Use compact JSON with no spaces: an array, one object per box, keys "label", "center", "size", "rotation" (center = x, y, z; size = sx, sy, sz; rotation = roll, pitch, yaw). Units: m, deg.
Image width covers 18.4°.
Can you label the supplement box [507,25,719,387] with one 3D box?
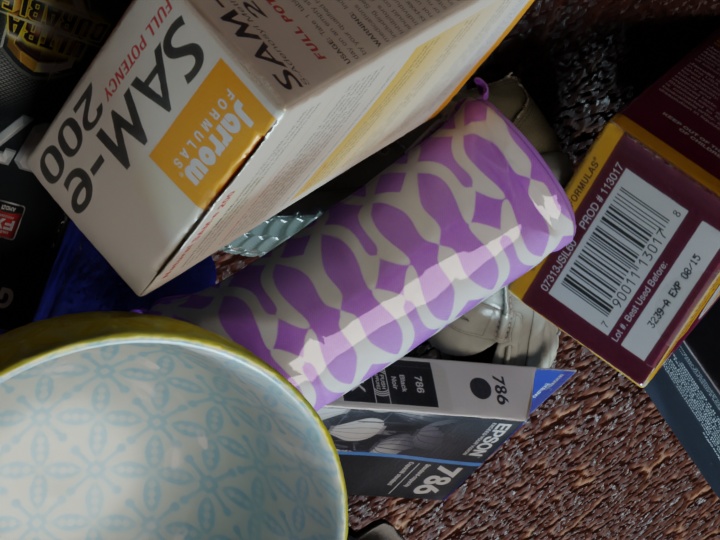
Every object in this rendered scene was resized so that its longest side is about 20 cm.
[{"label":"supplement box","center":[0.167,-0.040,1.120],"size":[0.200,0.086,0.111],"rotation":[-38,162,-57]}]

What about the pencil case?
[{"label":"pencil case","center":[0.000,0.000,0.973],"size":[0.200,0.086,0.084],"rotation":[-35,179,-7]}]

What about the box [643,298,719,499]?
[{"label":"box","center":[0.280,0.036,1.301],"size":[0.200,0.123,0.198],"rotation":[-33,173,-5]}]

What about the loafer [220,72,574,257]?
[{"label":"loafer","center":[0.001,-0.054,1.051],"size":[0.199,0.070,0.075],"rotation":[-7,167,-22]}]

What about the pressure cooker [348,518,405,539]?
[{"label":"pressure cooker","center":[-0.043,0.234,1.248],"size":[0.175,0.200,0.179],"rotation":[2,107,-24]}]

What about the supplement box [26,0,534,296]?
[{"label":"supplement box","center":[-0.019,-0.087,0.864],"size":[0.200,0.074,0.126],"rotation":[-34,170,-45]}]

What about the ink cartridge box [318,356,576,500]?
[{"label":"ink cartridge box","center":[0.013,0.084,1.184],"size":[0.199,0.039,0.099],"rotation":[4,147,-28]}]

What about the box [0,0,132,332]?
[{"label":"box","center":[-0.179,-0.070,0.813],"size":[0.200,0.046,0.159],"rotation":[17,95,-52]}]

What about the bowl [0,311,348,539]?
[{"label":"bowl","center":[-0.115,0.095,0.895],"size":[0.199,0.108,0.201],"rotation":[-9,115,-19]}]

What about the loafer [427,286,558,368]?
[{"label":"loafer","center":[0.064,0.016,1.181],"size":[0.070,0.070,0.200],"rotation":[-38,149,-14]}]

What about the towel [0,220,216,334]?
[{"label":"towel","center":[-0.155,0.024,0.965],"size":[0.200,0.049,0.148],"rotation":[31,81,-52]}]
